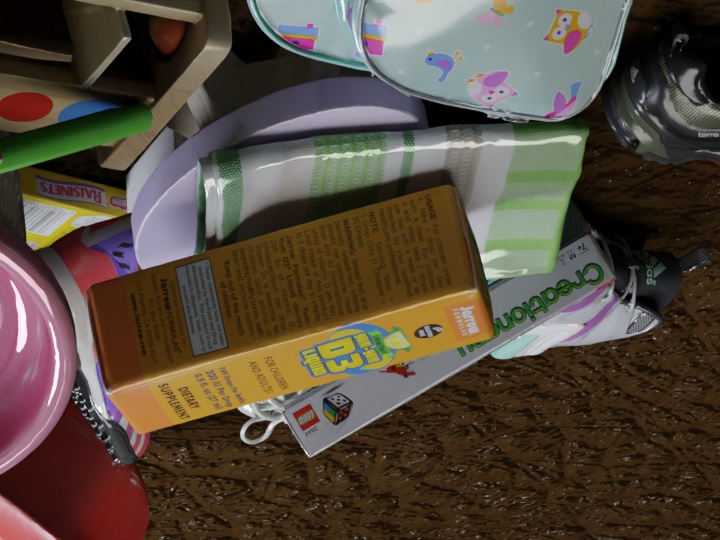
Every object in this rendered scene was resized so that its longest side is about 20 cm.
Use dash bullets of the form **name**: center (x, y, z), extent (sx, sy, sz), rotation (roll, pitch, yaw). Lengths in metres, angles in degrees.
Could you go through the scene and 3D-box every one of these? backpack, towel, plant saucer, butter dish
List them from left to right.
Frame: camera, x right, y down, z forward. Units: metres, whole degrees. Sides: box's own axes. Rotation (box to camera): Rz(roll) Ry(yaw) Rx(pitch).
- **plant saucer**: center (-0.237, 0.030, 1.345), extent (0.200, 0.051, 0.201), rotation (-3, 133, -4)
- **butter dish**: center (-0.213, 0.133, 1.865), extent (0.199, 0.148, 0.200), rotation (33, 160, 18)
- **towel**: center (0.013, -0.026, 1.452), extent (0.200, 0.031, 0.149), rotation (-5, 153, -7)
- **backpack**: center (0.037, -0.167, 1.284), extent (0.200, 0.153, 0.176), rotation (9, 125, -11)

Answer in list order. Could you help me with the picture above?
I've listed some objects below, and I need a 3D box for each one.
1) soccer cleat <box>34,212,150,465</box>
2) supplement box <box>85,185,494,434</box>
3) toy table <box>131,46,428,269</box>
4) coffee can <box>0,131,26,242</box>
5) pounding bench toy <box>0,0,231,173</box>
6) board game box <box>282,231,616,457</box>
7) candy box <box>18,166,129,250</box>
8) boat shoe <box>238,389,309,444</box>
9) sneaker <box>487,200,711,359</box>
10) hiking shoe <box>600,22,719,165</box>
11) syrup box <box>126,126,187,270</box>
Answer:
- **soccer cleat**: center (-0.138, 0.043, 1.597), extent (0.073, 0.068, 0.200), rotation (-31, 146, -13)
- **supplement box**: center (-0.035, 0.021, 1.429), extent (0.200, 0.069, 0.067), rotation (-18, 154, 5)
- **toy table**: center (-0.050, -0.086, 1.476), extent (0.200, 0.117, 0.184), rotation (-27, 148, 33)
- **coffee can**: center (-0.293, -0.035, 1.477), extent (0.200, 0.147, 0.146), rotation (-10, 154, 5)
- **pounding bench toy**: center (-0.143, -0.105, 1.315), extent (0.156, 0.200, 0.124), rotation (9, 149, -29)
- **board game box**: center (0.052, 0.041, 1.597), extent (0.200, 0.035, 0.126), rotation (-30, 179, 3)
- **candy box**: center (-0.172, -0.021, 1.678), extent (0.200, 0.026, 0.102), rotation (14, 150, -37)
- **boat shoe**: center (-0.054, 0.066, 1.734), extent (0.074, 0.086, 0.202), rotation (5, 177, -34)
- **sneaker**: center (0.157, -0.005, 1.758), extent (0.140, 0.078, 0.200), rotation (-5, 164, -9)
- **hiking shoe**: center (0.242, -0.093, 1.589), extent (0.200, 0.076, 0.101), rotation (7, 154, -26)
- **syrup box**: center (-0.032, -0.028, 1.640), extent (0.200, 0.082, 0.079), rotation (7, 152, -26)
